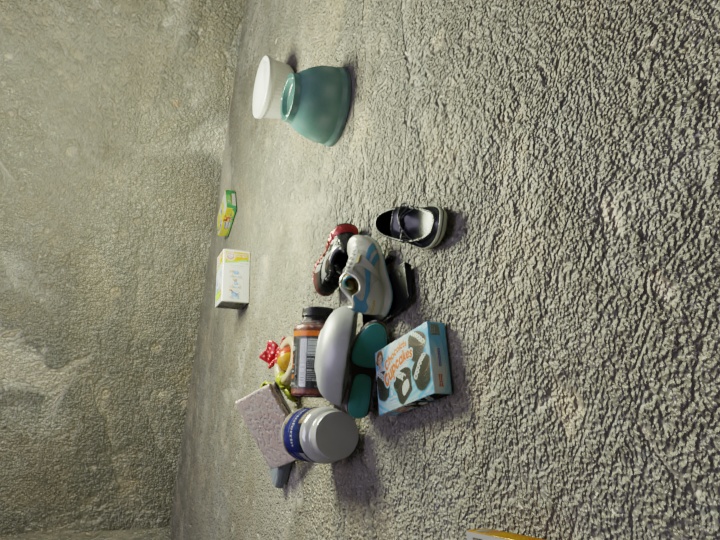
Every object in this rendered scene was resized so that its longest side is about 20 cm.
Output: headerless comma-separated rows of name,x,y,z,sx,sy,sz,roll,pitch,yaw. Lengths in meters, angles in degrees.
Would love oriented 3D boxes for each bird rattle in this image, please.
bird rattle,-0.196,0.247,1.666,0.163,0.113,0.200,-50,26,35

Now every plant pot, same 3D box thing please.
plant pot,-0.123,-0.422,1.569,0.200,0.134,0.201,-175,90,-67

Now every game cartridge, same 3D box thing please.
game cartridge,-0.229,0.478,1.716,0.200,0.040,0.134,50,126,59

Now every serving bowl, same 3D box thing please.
serving bowl,-0.052,0.164,1.238,0.200,0.066,0.200,7,-90,-86

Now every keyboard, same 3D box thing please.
keyboard,0.048,0.036,1.203,0.200,0.021,0.127,137,133,-56

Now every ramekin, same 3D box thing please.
ramekin,-0.281,-0.586,2.027,0.202,0.094,0.203,-174,90,-68

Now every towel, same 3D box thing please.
towel,-0.223,0.393,1.577,0.191,0.032,0.200,-35,82,44

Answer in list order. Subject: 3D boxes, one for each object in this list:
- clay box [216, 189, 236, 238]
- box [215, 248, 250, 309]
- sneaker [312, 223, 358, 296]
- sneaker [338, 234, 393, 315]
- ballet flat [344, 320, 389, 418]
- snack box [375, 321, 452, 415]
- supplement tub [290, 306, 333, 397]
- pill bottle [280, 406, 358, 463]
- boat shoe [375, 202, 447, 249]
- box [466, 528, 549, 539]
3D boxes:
clay box,-0.581,-0.238,2.697,0.200,0.048,0.115,119,148,-44
box,-0.473,0.033,2.307,0.112,0.101,0.200,146,126,-60
sneaker,-0.054,-0.005,1.381,0.098,0.071,0.201,-105,33,-45
sneaker,0.000,0.000,1.194,0.200,0.081,0.077,-109,31,-45
ballet flat,0.009,0.183,1.203,0.072,0.072,0.201,-142,62,-63
snack box,0.084,0.171,1.058,0.200,0.037,0.116,137,135,-57
supplement tub,-0.099,0.183,1.399,0.107,0.107,0.200,158,117,-64
pill bottle,-0.086,0.345,1.313,0.200,0.116,0.116,152,121,-62
boat shoe,0.085,-0.079,1.089,0.200,0.062,0.075,-168,86,-65
box,0.188,0.386,0.760,0.200,0.041,0.119,-30,57,59
